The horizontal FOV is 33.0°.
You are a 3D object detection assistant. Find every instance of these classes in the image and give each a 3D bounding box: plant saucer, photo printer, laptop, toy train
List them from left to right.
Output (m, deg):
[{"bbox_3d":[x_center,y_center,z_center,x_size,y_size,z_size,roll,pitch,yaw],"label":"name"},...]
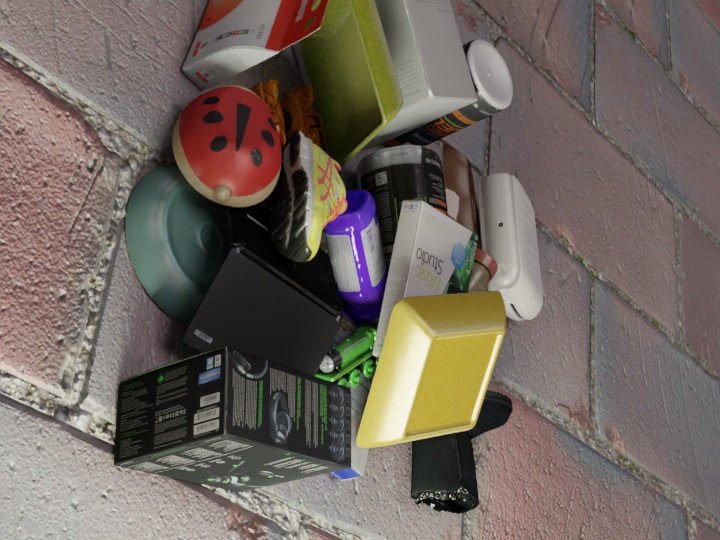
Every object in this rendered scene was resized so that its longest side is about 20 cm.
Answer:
[{"bbox_3d":[-0.183,-0.033,1.410,0.199,0.036,0.202,26,55,-44],"label":"plant saucer"},{"bbox_3d":[-0.117,0.028,1.419,0.177,0.103,0.201,36,23,-32],"label":"laptop"},{"bbox_3d":[-0.008,-0.252,1.537,0.047,0.200,0.202,-13,83,-21],"label":"plant saucer"},{"bbox_3d":[0.007,0.096,1.502,0.200,0.041,0.057,-30,121,-52],"label":"toy train"},{"bbox_3d":[0.101,0.129,1.502,0.199,0.048,0.202,-2,115,-44],"label":"plant saucer"},{"bbox_3d":[0.150,-0.088,1.776,0.200,0.036,0.203,-6,90,-81],"label":"plant saucer"},{"bbox_3d":[0.232,-0.027,1.871,0.166,0.069,0.202,43,41,-63],"label":"photo printer"}]

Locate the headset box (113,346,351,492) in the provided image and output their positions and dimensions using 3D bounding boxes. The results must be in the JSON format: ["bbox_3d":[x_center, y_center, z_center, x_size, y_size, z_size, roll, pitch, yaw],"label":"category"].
[{"bbox_3d":[-0.127,0.164,1.279,0.199,0.173,0.094,23,58,-43],"label":"headset box"}]

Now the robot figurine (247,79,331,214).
[{"bbox_3d":[-0.085,-0.140,1.561,0.144,0.058,0.202,-5,78,-51],"label":"robot figurine"}]

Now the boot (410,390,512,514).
[{"bbox_3d":[0.137,0.246,1.654,0.199,0.076,0.170,16,59,-40],"label":"boot"}]

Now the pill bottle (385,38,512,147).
[{"bbox_3d":[0.110,-0.243,1.736,0.106,0.199,0.107,25,55,-41],"label":"pill bottle"}]

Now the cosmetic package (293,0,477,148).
[{"bbox_3d":[0.027,-0.290,1.652,0.122,0.198,0.202,-5,79,-52],"label":"cosmetic package"}]

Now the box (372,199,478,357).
[{"bbox_3d":[0.086,0.028,1.543,0.144,0.036,0.202,26,73,-50],"label":"box"}]

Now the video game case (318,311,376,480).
[{"bbox_3d":[-0.054,0.129,1.492,0.200,0.045,0.182,43,46,-32],"label":"video game case"}]

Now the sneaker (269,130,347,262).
[{"bbox_3d":[-0.051,-0.082,1.444,0.090,0.078,0.201,28,39,-26],"label":"sneaker"}]

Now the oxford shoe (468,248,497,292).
[{"bbox_3d":[0.140,0.042,1.702,0.075,0.070,0.200,-59,166,-25],"label":"oxford shoe"}]

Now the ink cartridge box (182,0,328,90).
[{"bbox_3d":[-0.118,-0.320,1.481,0.050,0.199,0.163,40,46,-31],"label":"ink cartridge box"}]

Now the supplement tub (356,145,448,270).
[{"bbox_3d":[0.062,-0.058,1.658,0.122,0.122,0.202,15,63,-47],"label":"supplement tub"}]

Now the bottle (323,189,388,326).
[{"bbox_3d":[0.000,0.000,1.558,0.084,0.065,0.201,-67,150,-55],"label":"bottle"}]

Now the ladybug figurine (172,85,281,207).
[{"bbox_3d":[-0.150,-0.152,1.427,0.135,0.072,0.201,17,38,-19],"label":"ladybug figurine"}]
